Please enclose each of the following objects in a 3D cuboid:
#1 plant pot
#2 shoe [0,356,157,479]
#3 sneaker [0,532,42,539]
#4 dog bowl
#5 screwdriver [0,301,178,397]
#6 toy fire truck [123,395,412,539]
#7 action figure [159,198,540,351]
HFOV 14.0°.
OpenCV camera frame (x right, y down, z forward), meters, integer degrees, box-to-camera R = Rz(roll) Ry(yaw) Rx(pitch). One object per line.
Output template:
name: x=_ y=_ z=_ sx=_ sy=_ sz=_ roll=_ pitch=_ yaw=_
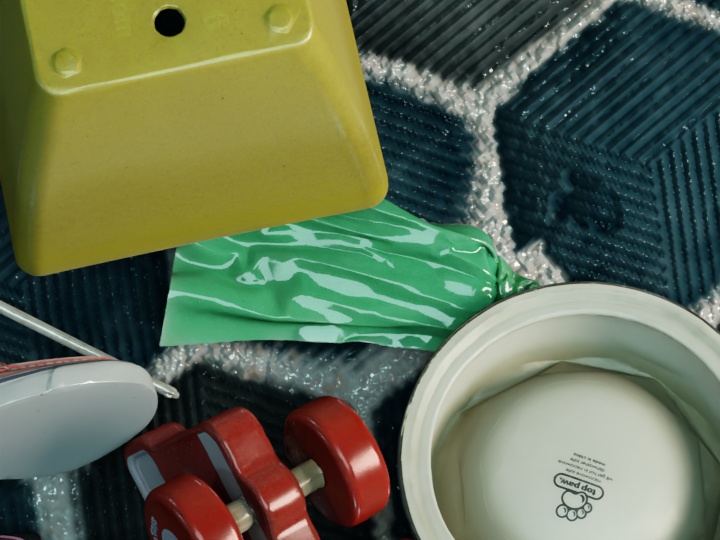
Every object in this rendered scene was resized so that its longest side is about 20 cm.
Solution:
plant pot: x=-0.101 y=-0.133 z=1.479 sx=0.200 sy=0.176 sz=0.200 roll=-12 pitch=74 yaw=-3
shoe: x=-0.213 y=0.063 z=1.536 sx=0.200 sy=0.072 sz=0.091 roll=-14 pitch=50 yaw=-18
sneaker: x=-0.215 y=0.166 z=1.551 sx=0.200 sy=0.079 sz=0.095 roll=39 pitch=65 yaw=-3
dog bowl: x=0.118 y=0.110 z=1.534 sx=0.200 sy=0.074 sz=0.200 roll=0 pitch=66 yaw=-1
screwdriver: x=-0.186 y=0.022 z=1.561 sx=0.200 sy=0.029 sz=0.028 roll=27 pitch=86 yaw=-2
toy fire truck: x=-0.044 y=0.162 z=1.511 sx=0.112 sy=0.168 sz=0.200 roll=-29 pitch=91 yaw=-24
action figure: x=0.000 y=0.000 z=1.568 sx=0.200 sy=0.055 sz=0.118 roll=10 pitch=87 yaw=-4
